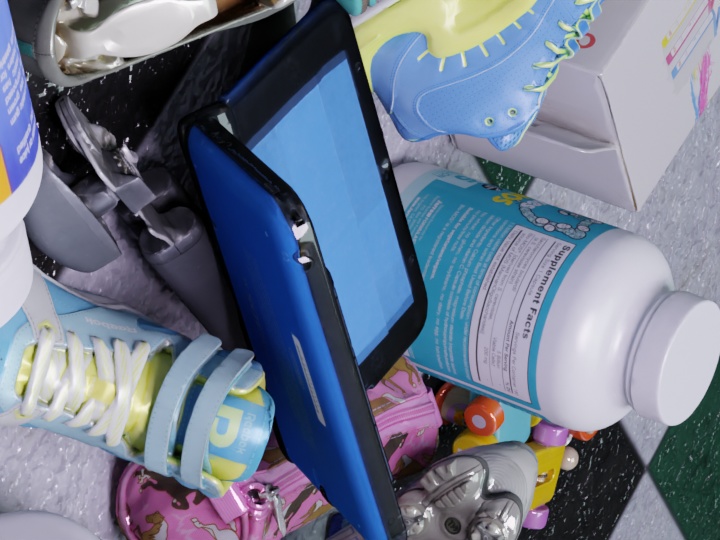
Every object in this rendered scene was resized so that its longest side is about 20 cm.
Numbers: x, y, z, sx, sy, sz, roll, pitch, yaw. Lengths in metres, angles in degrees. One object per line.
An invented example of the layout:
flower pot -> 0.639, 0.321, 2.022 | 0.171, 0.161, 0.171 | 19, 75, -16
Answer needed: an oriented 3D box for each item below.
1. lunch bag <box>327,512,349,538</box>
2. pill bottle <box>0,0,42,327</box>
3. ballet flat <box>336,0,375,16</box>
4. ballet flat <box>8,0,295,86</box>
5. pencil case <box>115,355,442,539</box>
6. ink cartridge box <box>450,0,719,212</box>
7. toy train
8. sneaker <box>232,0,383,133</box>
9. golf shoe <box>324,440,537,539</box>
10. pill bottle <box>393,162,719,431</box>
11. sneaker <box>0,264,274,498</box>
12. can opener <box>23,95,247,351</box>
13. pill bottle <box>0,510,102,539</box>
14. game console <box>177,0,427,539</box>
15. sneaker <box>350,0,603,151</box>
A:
lunch bag -> 0.039, 0.258, 1.553 | 0.094, 0.150, 0.201 | 7, 101, -60
pill bottle -> -0.184, -0.067, 1.033 | 0.112, 0.112, 0.201 | -45, 142, -36
ballet flat -> -0.032, -0.213, 1.251 | 0.067, 0.070, 0.201 | -110, -165, -61
ballet flat -> -0.064, -0.128, 1.178 | 0.200, 0.064, 0.068 | -24, 122, -24
pencil case -> -0.038, 0.099, 1.395 | 0.200, 0.086, 0.083 | -25, 141, -54
ink cartridge box -> 0.124, -0.140, 1.481 | 0.200, 0.128, 0.125 | -55, 147, -22
toy train -> 0.103, 0.074, 1.653 | 0.151, 0.055, 0.200 | -66, 153, -10
sneaker -> -0.021, -0.046, 1.362 | 0.104, 0.060, 0.200 | -51, 138, -25
golf shoe -> 0.022, 0.159, 1.470 | 0.200, 0.078, 0.097 | -34, 180, 29
pill bottle -> 0.092, 0.019, 1.449 | 0.111, 0.199, 0.111 | -37, 137, -44
sneaker -> -0.113, 0.049, 1.200 | 0.200, 0.130, 0.080 | 10, 101, -59
can opener -> -0.106, -0.012, 1.273 | 0.067, 0.053, 0.200 | -33, 146, 2
pill bottle -> -0.126, 0.200, 1.287 | 0.115, 0.114, 0.200 | -62, 149, -14
game console -> 0.000, 0.000, 1.267 | 0.118, 0.171, 0.201 | -27, 123, -15
sneaker -> 0.089, -0.126, 1.366 | 0.105, 0.199, 0.076 | 65, 20, -17
